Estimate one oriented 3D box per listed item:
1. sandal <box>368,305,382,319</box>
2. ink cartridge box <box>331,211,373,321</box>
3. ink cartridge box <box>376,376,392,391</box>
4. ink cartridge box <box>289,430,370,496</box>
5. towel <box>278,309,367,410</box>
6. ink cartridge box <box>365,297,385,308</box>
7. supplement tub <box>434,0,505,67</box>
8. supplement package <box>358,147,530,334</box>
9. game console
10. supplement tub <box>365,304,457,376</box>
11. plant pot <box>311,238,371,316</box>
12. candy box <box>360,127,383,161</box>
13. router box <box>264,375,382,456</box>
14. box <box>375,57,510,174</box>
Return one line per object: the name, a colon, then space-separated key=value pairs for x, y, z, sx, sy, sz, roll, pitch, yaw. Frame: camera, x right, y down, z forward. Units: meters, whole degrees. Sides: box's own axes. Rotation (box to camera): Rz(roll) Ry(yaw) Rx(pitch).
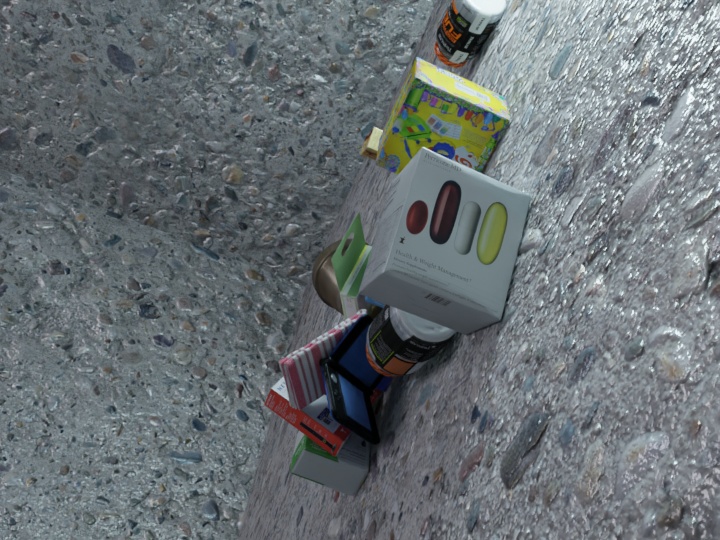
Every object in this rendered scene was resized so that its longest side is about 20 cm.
sandal: x=0.054 y=0.090 z=1.594 sx=0.054 sy=0.080 sz=0.202 roll=-38 pitch=24 yaw=49
ink cartridge box: x=0.000 y=0.000 z=1.496 sx=0.202 sy=0.047 sz=0.147 roll=82 pitch=-151 yaw=-48
ink cartridge box: x=0.018 y=0.184 z=1.565 sx=0.200 sy=0.093 sz=0.045 roll=-94 pitch=27 yaw=-69
ink cartridge box: x=-0.056 y=0.345 z=1.483 sx=0.201 sy=0.145 sz=0.084 roll=-85 pitch=20 yaw=-58
towel: x=-0.061 y=0.168 z=1.354 sx=0.198 sy=0.030 sz=0.148 roll=-31 pitch=-40 yaw=-22
ink cartridge box: x=0.105 y=-0.028 z=1.390 sx=0.126 sy=0.127 sz=0.202 roll=-80 pitch=13 yaw=-53
supplement tub: x=0.263 y=-0.606 z=1.757 sx=0.200 sy=0.121 sz=0.124 roll=124 pitch=165 yaw=-58
supplement package: x=0.126 y=-0.039 z=1.079 sx=0.147 sy=0.189 sz=0.203 roll=138 pitch=151 yaw=-70
game console: x=0.018 y=0.212 z=1.357 sx=0.117 sy=0.200 sz=0.173 roll=-25 pitch=55 yaw=14
supplement tub: x=0.083 y=0.107 z=1.241 sx=0.200 sy=0.121 sz=0.124 roll=125 pitch=163 yaw=-57
plant pot: x=-0.016 y=0.041 z=1.890 sx=0.202 sy=0.197 sz=0.174 roll=-66 pitch=26 yaw=18
candy box: x=0.105 y=-0.276 z=1.726 sx=0.115 sy=0.197 sz=0.056 roll=-172 pitch=102 yaw=-81
router box: x=-0.072 y=0.261 z=1.463 sx=0.200 sy=0.178 sz=0.049 roll=-41 pitch=-18 yaw=-57
box: x=0.157 y=-0.273 z=1.395 sx=0.123 sy=0.197 sz=0.194 roll=-82 pitch=16 yaw=-56
